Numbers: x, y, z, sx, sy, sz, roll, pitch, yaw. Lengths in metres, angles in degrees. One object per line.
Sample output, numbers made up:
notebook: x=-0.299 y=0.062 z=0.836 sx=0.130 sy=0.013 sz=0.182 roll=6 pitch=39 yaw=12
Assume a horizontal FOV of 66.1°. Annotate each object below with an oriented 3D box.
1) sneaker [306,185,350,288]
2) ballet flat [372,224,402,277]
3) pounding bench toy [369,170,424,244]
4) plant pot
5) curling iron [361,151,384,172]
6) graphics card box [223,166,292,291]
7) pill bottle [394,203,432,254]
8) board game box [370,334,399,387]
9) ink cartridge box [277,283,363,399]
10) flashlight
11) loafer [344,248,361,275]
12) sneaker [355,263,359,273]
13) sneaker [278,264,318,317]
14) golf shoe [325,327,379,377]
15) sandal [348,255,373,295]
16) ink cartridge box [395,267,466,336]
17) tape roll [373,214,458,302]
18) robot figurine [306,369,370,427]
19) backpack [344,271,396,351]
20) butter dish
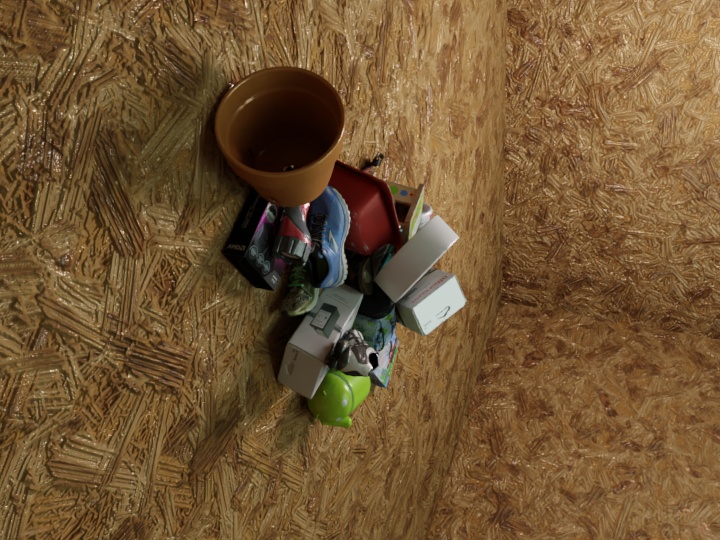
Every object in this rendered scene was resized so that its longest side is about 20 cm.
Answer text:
sneaker: x=-0.070 y=-0.061 z=1.043 sx=0.089 sy=0.077 sz=0.204 roll=-22 pitch=112 yaw=-56
ballet flat: x=0.045 y=-0.048 z=1.296 sx=0.201 sy=0.068 sz=0.070 roll=109 pitch=8 yaw=-51
pounding bench toy: x=0.060 y=-0.117 z=1.357 sx=0.202 sy=0.153 sz=0.126 roll=89 pitch=21 yaw=-54
plant pot: x=-0.118 y=-0.197 z=0.880 sx=0.141 sy=0.196 sz=0.203 roll=87 pitch=20 yaw=-66
curling iron: x=0.005 y=-0.237 z=1.332 sx=0.200 sy=0.025 sz=0.050 roll=-48 pitch=177 yaw=-47
graphics card box: x=-0.159 y=-0.082 z=0.978 sx=0.126 sy=0.050 sz=0.203 roll=61 pitch=44 yaw=-56
pill bottle: x=0.156 y=-0.089 z=1.639 sx=0.114 sy=0.112 sz=0.204 roll=-44 pitch=137 yaw=-54
board game box: x=0.058 y=0.240 z=1.626 sx=0.201 sy=0.036 sz=0.154 roll=57 pitch=47 yaw=-57
ink cartridge box: x=-0.082 y=0.140 z=1.144 sx=0.201 sy=0.083 sz=0.147 roll=-58 pitch=171 yaw=-43
flashlight: x=-0.097 y=-0.112 z=0.964 sx=0.068 sy=0.067 sz=0.204 roll=47 pitch=55 yaw=-60
loafer: x=-0.037 y=-0.013 z=1.259 sx=0.200 sy=0.074 sz=0.071 roll=-45 pitch=134 yaw=-55
sneaker: x=0.041 y=-0.030 z=1.433 sx=0.199 sy=0.078 sz=0.098 roll=-14 pitch=109 yaw=-66
sneaker: x=-0.119 y=0.010 z=1.101 sx=0.090 sy=0.076 sz=0.201 roll=66 pitch=33 yaw=-32
golf shoe: x=-0.006 y=0.173 z=1.100 sx=0.200 sy=0.093 sz=0.079 roll=-31 pitch=146 yaw=-80
sandal: x=0.000 y=0.000 z=1.200 sx=0.200 sy=0.053 sz=0.083 roll=-84 pitch=171 yaw=-75
ink cartridge box: x=0.141 y=0.063 z=1.366 sx=0.144 sy=0.199 sz=0.085 roll=-36 pitch=115 yaw=-17
tape roll: x=0.121 y=-0.024 z=1.204 sx=0.202 sy=0.071 sz=0.203 roll=-45 pitch=175 yaw=-5
robot figurine: x=-0.050 y=0.274 z=1.280 sx=0.199 sy=0.114 sz=0.179 roll=-24 pitch=133 yaw=-63
backpack: x=0.014 y=0.117 z=1.350 sx=0.156 sy=0.161 sz=0.201 roll=-63 pitch=159 yaw=-17
butter dish: x=-0.029 y=-0.107 z=1.146 sx=0.148 sy=0.199 sz=0.201 roll=-44 pitch=143 yaw=-21
